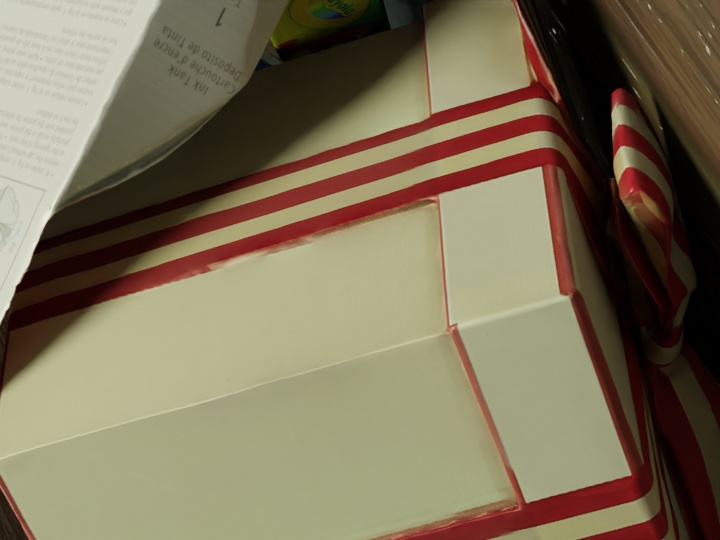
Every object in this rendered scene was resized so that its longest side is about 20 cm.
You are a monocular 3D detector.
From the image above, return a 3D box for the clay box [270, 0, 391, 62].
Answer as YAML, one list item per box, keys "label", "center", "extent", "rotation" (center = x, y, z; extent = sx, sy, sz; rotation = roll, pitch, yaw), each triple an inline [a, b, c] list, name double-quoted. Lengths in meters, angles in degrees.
- label: "clay box"
  center: [-0.023, -0.122, 0.947]
  extent: [0.200, 0.048, 0.115]
  rotation: [58, -170, -74]

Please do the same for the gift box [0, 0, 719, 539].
- label: "gift box"
  center: [0.010, 0.023, 0.743]
  extent: [0.200, 0.186, 0.185]
  rotation: [-93, -16, -49]

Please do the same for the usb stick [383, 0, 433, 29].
- label: "usb stick"
  center: [0.025, -0.084, 0.850]
  extent: [0.200, 0.033, 0.056]
  rotation: [71, 176, -56]

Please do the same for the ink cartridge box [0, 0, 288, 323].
- label: "ink cartridge box"
  center: [-0.099, -0.051, 0.742]
  extent: [0.050, 0.200, 0.162]
  rotation: [26, 175, -38]

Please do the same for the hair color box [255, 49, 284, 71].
- label: "hair color box"
  center: [0.000, 0.000, 0.944]
  extent: [0.200, 0.061, 0.100]
  rotation: [46, 175, -31]
